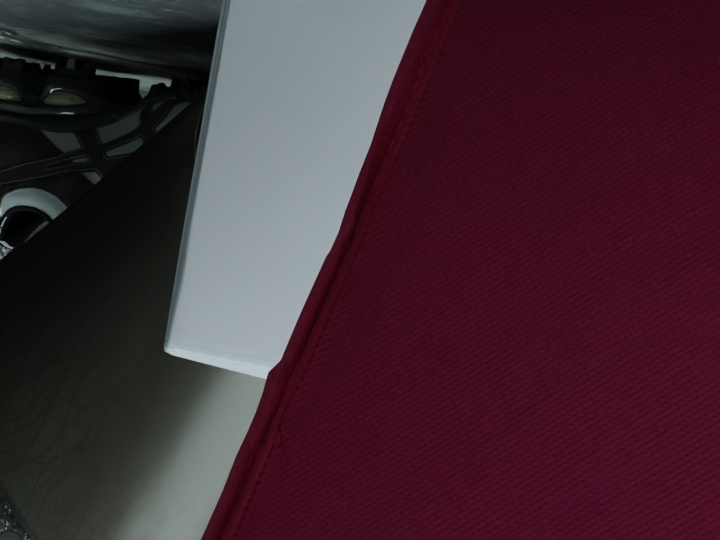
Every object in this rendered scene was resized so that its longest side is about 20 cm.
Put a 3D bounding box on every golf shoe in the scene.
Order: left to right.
[{"bbox_3d":[-0.083,-0.038,1.229,0.199,0.095,0.078,7,176,31],"label":"golf shoe"}]

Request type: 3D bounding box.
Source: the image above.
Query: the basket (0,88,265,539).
[{"bbox_3d":[-0.052,0.015,1.085,0.135,0.181,0.200,-15,159,-36],"label":"basket"}]

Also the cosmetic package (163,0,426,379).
[{"bbox_3d":[0.062,-0.011,0.863,0.198,0.124,0.199,11,178,9],"label":"cosmetic package"}]

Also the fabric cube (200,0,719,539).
[{"bbox_3d":[0.112,0.055,0.532,0.195,0.201,0.199,11,157,35],"label":"fabric cube"}]
